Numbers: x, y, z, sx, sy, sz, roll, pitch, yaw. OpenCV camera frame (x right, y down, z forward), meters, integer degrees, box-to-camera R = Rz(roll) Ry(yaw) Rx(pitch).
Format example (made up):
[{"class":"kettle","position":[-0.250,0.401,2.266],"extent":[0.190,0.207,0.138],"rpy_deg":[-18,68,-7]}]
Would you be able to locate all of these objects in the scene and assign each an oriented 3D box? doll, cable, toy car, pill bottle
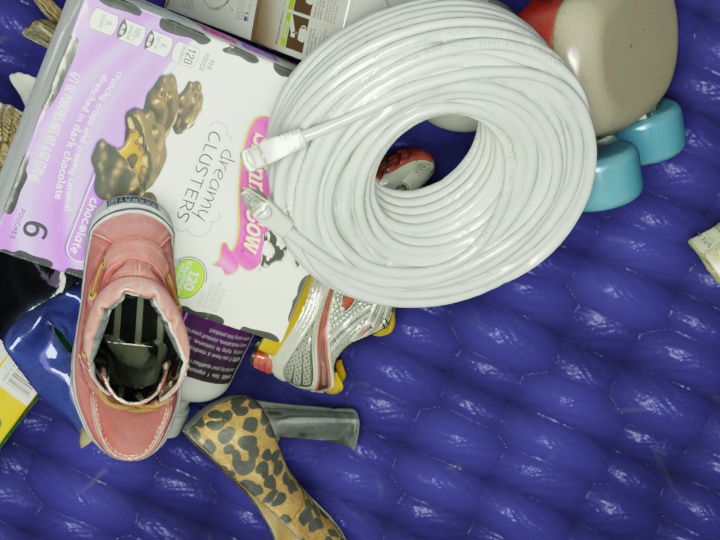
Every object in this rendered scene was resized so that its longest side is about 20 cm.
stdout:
[{"class":"doll","position":[-0.223,0.022,1.004],"extent":[0.136,0.048,0.201],"rpy_deg":[-35,91,13]},{"class":"cable","position":[0.041,-0.065,0.899],"extent":[0.199,0.069,0.200],"rpy_deg":[-32,131,8]},{"class":"toy car","position":[0.103,-0.151,1.035],"extent":[0.199,0.177,0.186],"rpy_deg":[1,113,31]},{"class":"pill bottle","position":[-0.121,0.013,1.068],"extent":[0.112,0.112,0.201],"rpy_deg":[27,98,0]}]

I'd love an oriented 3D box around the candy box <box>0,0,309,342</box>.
[{"class":"candy box","position":[-0.112,-0.068,0.945],"extent":[0.199,0.072,0.169],"rpy_deg":[19,100,-22]}]

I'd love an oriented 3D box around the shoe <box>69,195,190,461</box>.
[{"class":"shoe","position":[-0.140,0.061,0.902],"extent":[0.071,0.091,0.201],"rpy_deg":[1,128,-10]}]

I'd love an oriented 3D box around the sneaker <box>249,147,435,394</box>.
[{"class":"sneaker","position":[0.000,0.000,1.085],"extent":[0.082,0.078,0.201],"rpy_deg":[30,107,-5]}]

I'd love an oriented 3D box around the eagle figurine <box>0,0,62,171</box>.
[{"class":"eagle figurine","position":[-0.221,-0.070,1.053],"extent":[0.150,0.152,0.201],"rpy_deg":[22,109,-40]}]

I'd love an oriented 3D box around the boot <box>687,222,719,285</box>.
[{"class":"boot","position":[0.297,-0.061,1.056],"extent":[0.154,0.072,0.201],"rpy_deg":[-29,95,9]}]

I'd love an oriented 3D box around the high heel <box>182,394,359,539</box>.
[{"class":"high heel","position":[-0.074,0.191,1.079],"extent":[0.142,0.071,0.202],"rpy_deg":[7,86,-35]}]

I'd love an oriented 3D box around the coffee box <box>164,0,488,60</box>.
[{"class":"coffee box","position":[-0.025,-0.182,0.982],"extent":[0.114,0.199,0.080],"rpy_deg":[3,107,-41]}]

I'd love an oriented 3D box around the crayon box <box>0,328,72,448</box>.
[{"class":"crayon box","position":[-0.305,0.089,1.090],"extent":[0.119,0.058,0.200],"rpy_deg":[38,114,-4]}]
